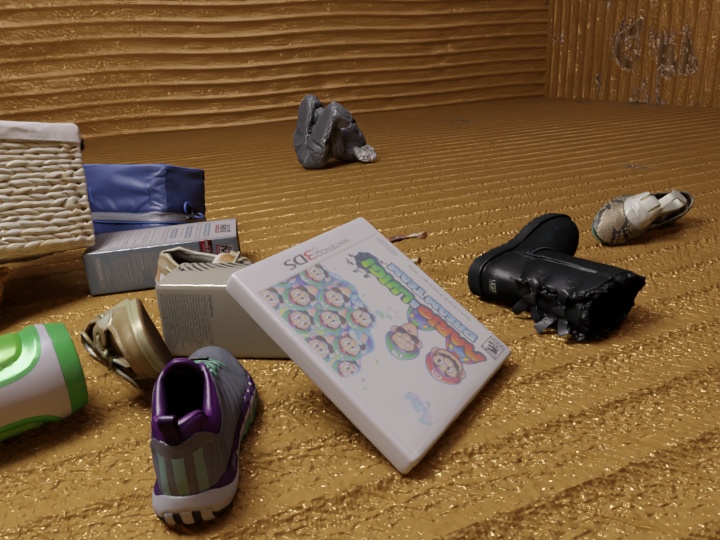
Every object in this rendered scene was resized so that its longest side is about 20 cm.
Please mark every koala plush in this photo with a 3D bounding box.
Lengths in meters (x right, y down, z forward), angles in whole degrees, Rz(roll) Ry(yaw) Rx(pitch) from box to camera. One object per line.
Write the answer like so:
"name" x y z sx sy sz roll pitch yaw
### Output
"koala plush" -0.065 -0.353 1.547 0.198 0.186 0.177 7 18 -43

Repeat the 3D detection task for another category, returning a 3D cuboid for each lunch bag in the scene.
"lunch bag" -0.339 -0.097 0.910 0.197 0.134 0.136 4 6 20

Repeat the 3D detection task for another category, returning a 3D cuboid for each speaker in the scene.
"speaker" -0.322 0.106 0.432 0.198 0.090 0.088 -19 25 -35

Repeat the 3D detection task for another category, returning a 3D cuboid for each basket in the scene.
"basket" -0.473 -0.089 0.716 0.196 0.163 0.199 -7 7 38

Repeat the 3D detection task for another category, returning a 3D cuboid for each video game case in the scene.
"video game case" 0.016 0.044 0.487 0.200 0.024 0.181 43 38 16

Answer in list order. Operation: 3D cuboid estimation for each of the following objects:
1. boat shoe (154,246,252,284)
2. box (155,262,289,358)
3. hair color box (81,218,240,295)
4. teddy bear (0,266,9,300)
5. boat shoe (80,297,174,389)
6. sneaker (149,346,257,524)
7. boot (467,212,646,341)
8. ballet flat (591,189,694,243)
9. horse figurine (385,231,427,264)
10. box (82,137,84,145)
"boat shoe" -0.158 0.015 0.668 0.197 0.069 0.075 4 22 17
"box" -0.099 0.039 0.581 0.197 0.083 0.068 1 20 7
"hair color box" -0.269 -0.022 0.796 0.197 0.061 0.099 -8 21 -10
"teddy bear" -0.505 0.041 0.680 0.197 0.068 0.145 -9 11 4
"boat shoe" -0.218 0.070 0.522 0.062 0.074 0.199 -30 11 -24
"sneaker" -0.119 0.090 0.436 0.073 0.089 0.200 -7 21 -10
"boot" 0.236 0.000 0.641 0.197 0.074 0.162 -25 27 -30
"ballet flat" 0.426 -0.091 0.840 0.198 0.069 0.075 -14 -14 -31
"horse figurine" 0.000 0.000 0.700 0.131 0.050 0.200 -6 23 31
"box" -1.113 -0.458 2.114 0.141 0.037 0.200 -11 21 -16
